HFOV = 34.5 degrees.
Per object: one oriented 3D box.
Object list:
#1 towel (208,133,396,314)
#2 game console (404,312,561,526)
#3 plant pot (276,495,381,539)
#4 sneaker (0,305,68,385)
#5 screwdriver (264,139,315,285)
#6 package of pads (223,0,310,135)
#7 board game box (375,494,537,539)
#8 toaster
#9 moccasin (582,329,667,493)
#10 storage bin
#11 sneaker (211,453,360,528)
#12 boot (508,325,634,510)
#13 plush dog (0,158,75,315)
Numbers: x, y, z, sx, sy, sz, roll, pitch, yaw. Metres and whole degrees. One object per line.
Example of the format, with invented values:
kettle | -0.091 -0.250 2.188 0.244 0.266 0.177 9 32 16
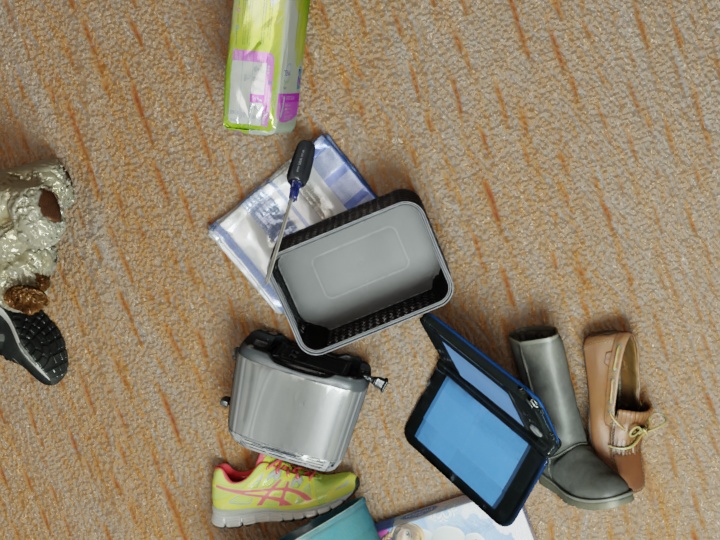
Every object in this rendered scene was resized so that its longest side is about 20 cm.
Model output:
towel | -0.075 -0.057 1.452 0.200 0.024 0.147 -39 93 11
game console | 0.125 0.175 1.370 0.118 0.171 0.200 -44 51 -10
plant pot | -0.038 0.405 1.410 0.200 0.200 0.188 -30 84 10
sneaker | -0.464 0.077 1.507 0.088 0.076 0.200 -40 88 26
screwdriver | -0.082 -0.068 1.372 0.029 0.028 0.201 20 62 -21
package of pads | -0.108 -0.260 1.359 0.068 0.155 0.201 7 99 6
board game box | 0.137 0.391 1.480 0.198 0.043 0.201 -21 95 9
toaster | -0.072 0.163 1.441 0.199 0.114 0.130 16 104 2
moccasin | 0.322 0.172 1.406 0.078 0.074 0.202 -3 92 45
storage bin | 0.000 0.000 1.402 0.199 0.094 0.136 -22 102 5
sneaker | -0.101 0.271 1.478 0.199 0.078 0.091 -10 90 7
boot | 0.247 0.171 1.380 0.072 0.182 0.201 -10 99 -26
plush dog | -0.424 -0.030 1.413 0.160 0.200 0.172 -9 110 -6
